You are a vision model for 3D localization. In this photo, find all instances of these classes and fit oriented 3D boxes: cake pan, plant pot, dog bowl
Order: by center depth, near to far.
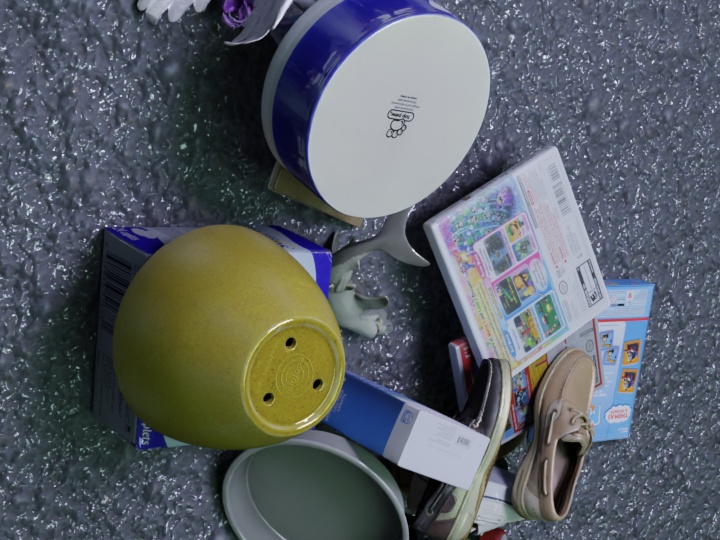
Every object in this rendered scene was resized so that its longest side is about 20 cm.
[{"bbox_3d":[-0.093,0.073,1.119,0.199,0.142,0.202,-10,108,-33],"label":"plant pot"},{"bbox_3d":[0.015,-0.150,1.153,0.199,0.079,0.201,-22,133,-25],"label":"dog bowl"},{"bbox_3d":[-0.043,0.240,1.322,0.037,0.199,0.201,-61,138,-53],"label":"cake pan"}]

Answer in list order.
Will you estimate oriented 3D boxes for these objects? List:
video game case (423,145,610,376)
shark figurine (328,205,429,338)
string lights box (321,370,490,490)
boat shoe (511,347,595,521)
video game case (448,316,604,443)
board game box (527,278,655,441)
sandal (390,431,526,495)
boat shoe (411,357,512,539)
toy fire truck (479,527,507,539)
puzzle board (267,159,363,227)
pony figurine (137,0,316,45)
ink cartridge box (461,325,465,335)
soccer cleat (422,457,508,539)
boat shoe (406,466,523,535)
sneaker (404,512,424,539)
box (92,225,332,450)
[{"bbox_3d":[0.173,-0.005,1.401,0.181,0.024,0.201,-32,112,-24],"label":"video game case"},{"bbox_3d":[-0.010,-0.010,1.317,0.127,0.215,0.090,5,59,-9],"label":"shark figurine"},{"bbox_3d":[0.026,0.152,1.322,0.102,0.199,0.059,26,86,-37],"label":"string lights box"},{"bbox_3d":[0.229,0.181,1.439,0.071,0.064,0.201,29,71,-33],"label":"boat shoe"},{"bbox_3d":[0.190,0.107,1.461,0.199,0.017,0.144,-24,117,-27],"label":"video game case"},{"bbox_3d":[0.284,0.112,1.602,0.150,0.037,0.202,0,102,-36],"label":"board game box"},{"bbox_3d":[0.109,0.198,1.489,0.199,0.054,0.081,-23,127,-33],"label":"sandal"},{"bbox_3d":[0.105,0.183,1.346,0.064,0.073,0.202,17,83,-9],"label":"boat shoe"},{"bbox_3d":[0.144,0.421,1.543,0.168,0.111,0.201,-54,142,-35],"label":"toy fire truck"},{"bbox_3d":[-0.020,-0.132,1.276,0.200,0.017,0.152,20,90,-66],"label":"puzzle board"},{"bbox_3d":[-0.081,-0.272,1.174,0.194,0.166,0.200,-61,148,-7],"label":"pony figurine"},{"bbox_3d":[0.165,0.007,1.467,0.115,0.067,0.201,-30,119,-25],"label":"ink cartridge box"},{"bbox_3d":[0.115,0.299,1.503,0.200,0.081,0.068,-48,125,-16],"label":"soccer cleat"},{"bbox_3d":[0.131,0.259,1.453,0.199,0.071,0.070,17,103,-40],"label":"boat shoe"},{"bbox_3d":[0.002,0.249,1.388,0.200,0.112,0.078,41,78,-36],"label":"sneaker"},{"bbox_3d":[-0.140,0.058,1.237,0.199,0.105,0.186,-3,105,-36],"label":"box"}]
